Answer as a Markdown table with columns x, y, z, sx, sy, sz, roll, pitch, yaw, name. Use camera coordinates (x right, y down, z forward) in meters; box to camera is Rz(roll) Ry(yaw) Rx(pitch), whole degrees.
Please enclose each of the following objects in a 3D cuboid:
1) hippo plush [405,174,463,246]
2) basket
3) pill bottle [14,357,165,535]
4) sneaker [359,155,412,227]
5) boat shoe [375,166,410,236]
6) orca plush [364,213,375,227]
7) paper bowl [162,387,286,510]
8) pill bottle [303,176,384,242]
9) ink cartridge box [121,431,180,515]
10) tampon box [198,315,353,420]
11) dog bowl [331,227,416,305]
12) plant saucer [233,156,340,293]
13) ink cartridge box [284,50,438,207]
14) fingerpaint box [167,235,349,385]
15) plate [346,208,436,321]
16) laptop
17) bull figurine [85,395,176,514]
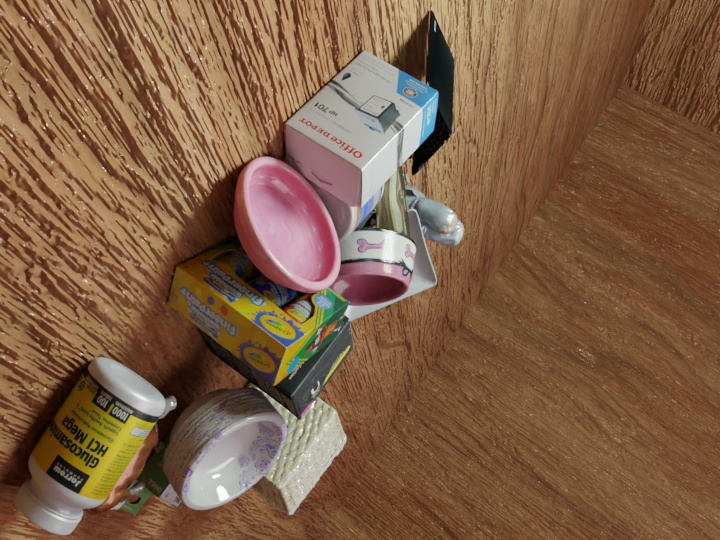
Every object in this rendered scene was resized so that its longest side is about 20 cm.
| x | y | z | sx | sy | sz | roll | pitch | yaw | name |
| --- | --- | --- | --- | --- | --- | --- | --- | --- | --- |
| 0.095 | -0.066 | 1.610 | 0.162 | 0.158 | 0.199 | -54 | 136 | -3 | hippo plush |
| -0.157 | 0.323 | 1.625 | 0.201 | 0.196 | 0.162 | -49 | 159 | -24 | basket |
| -0.344 | 0.223 | 1.054 | 0.202 | 0.111 | 0.112 | -57 | 163 | -4 | pill bottle |
| 0.032 | -0.146 | 1.539 | 0.077 | 0.081 | 0.203 | -22 | 140 | -62 | sneaker |
| 0.039 | -0.137 | 1.446 | 0.072 | 0.074 | 0.205 | 58 | 26 | -62 | boat shoe |
| 0.065 | -0.100 | 1.732 | 0.199 | 0.070 | 0.107 | -25 | 143 | -62 | orca plush |
| -0.222 | 0.271 | 1.322 | 0.199 | 0.104 | 0.203 | -32 | 147 | -24 | paper bowl |
| -0.025 | -0.131 | 1.330 | 0.200 | 0.110 | 0.114 | -52 | 166 | -56 | pill bottle |
| -0.319 | 0.340 | 1.423 | 0.201 | 0.059 | 0.104 | -53 | 163 | -16 | ink cartridge box |
| -0.131 | 0.101 | 1.303 | 0.151 | 0.198 | 0.127 | -50 | 162 | -18 | tampon box |
| 0.000 | 0.000 | 1.407 | 0.201 | 0.195 | 0.076 | 68 | 18 | -70 | dog bowl |
| -0.108 | -0.058 | 1.160 | 0.050 | 0.204 | 0.200 | -29 | 178 | 28 | plant saucer |
| 0.002 | -0.211 | 1.227 | 0.200 | 0.145 | 0.087 | -48 | 159 | -31 | ink cartridge box |
| -0.141 | 0.045 | 1.174 | 0.166 | 0.198 | 0.074 | -32 | 152 | -53 | fingerpaint box |
| 0.030 | -0.013 | 1.540 | 0.196 | 0.033 | 0.202 | -22 | 133 | 0 | plate |
| 0.109 | -0.305 | 1.455 | 0.200 | 0.101 | 0.181 | -44 | -148 | 50 | laptop |
| -0.337 | 0.267 | 1.233 | 0.202 | 0.064 | 0.122 | -56 | 165 | -10 | bull figurine |
